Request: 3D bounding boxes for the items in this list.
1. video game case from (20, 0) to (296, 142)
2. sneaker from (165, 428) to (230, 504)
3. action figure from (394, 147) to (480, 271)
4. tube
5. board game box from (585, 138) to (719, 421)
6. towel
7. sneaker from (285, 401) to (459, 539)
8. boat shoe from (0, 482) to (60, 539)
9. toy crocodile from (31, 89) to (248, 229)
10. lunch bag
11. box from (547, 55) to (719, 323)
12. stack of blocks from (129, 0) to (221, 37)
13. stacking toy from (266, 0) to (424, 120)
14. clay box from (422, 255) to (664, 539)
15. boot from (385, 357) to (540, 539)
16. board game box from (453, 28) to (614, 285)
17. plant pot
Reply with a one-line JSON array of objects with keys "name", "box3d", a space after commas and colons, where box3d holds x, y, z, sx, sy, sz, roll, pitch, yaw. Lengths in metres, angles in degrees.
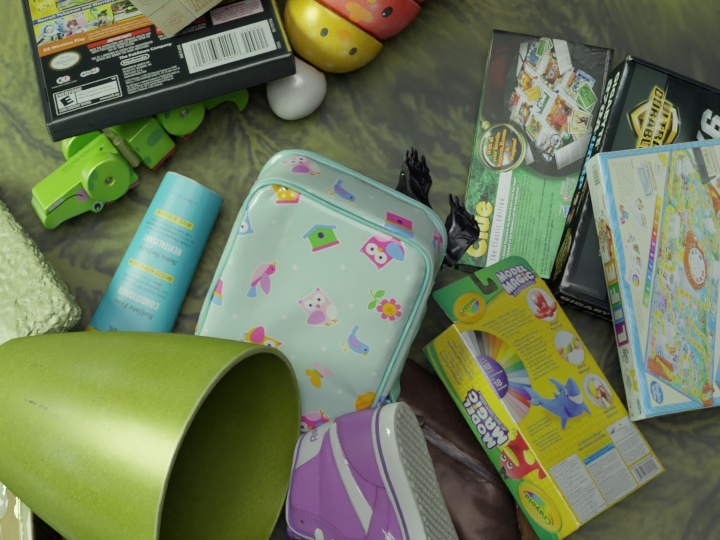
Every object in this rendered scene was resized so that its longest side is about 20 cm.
[{"name": "video game case", "box3d": [-0.166, -0.198, 1.367, 0.198, 0.026, 0.182, -16, 52, -4]}, {"name": "sneaker", "box3d": [-0.145, 0.161, 1.298, 0.078, 0.075, 0.202, 23, 78, 7]}, {"name": "action figure", "box3d": [0.000, 0.000, 1.323, 0.119, 0.103, 0.200, 40, 121, -19]}, {"name": "tube", "box3d": [-0.171, 0.024, 1.347, 0.077, 0.050, 0.202, 22, 83, 12]}, {"name": "board game box", "box3d": [0.254, 0.004, 1.301, 0.133, 0.034, 0.203, -7, 82, -11]}, {"name": "towel", "box3d": [-0.311, 0.016, 1.320, 0.148, 0.037, 0.200, -43, 58, -4]}, {"name": "sneaker", "box3d": [0.009, 0.203, 1.231, 0.113, 0.073, 0.203, -17, 86, 21]}, {"name": "boat shoe", "box3d": [-0.271, 0.150, 1.303, 0.062, 0.073, 0.203, -11, 74, 4]}, {"name": "toy crocodile", "box3d": [-0.178, -0.103, 1.368, 0.200, 0.062, 0.067, -41, 42, -7]}, {"name": "lunch bag", "box3d": [-0.029, 0.025, 1.243, 0.159, 0.077, 0.202, 22, 121, -2]}, {"name": "box", "box3d": [0.248, -0.047, 1.350, 0.157, 0.046, 0.202, 20, 78, -7]}, {"name": "stack of blocks", "box3d": [-0.097, -0.286, 1.320, 0.199, 0.059, 0.116, -32, 46, 16]}, {"name": "stacking toy", "box3d": [-0.011, -0.209, 1.375, 0.145, 0.146, 0.202, 29, 96, 6]}, {"name": "clay box", "box3d": [0.130, 0.093, 1.282, 0.114, 0.048, 0.201, -21, 74, -43]}, {"name": "boot", "box3d": [0.064, 0.184, 1.292, 0.165, 0.072, 0.202, 27, 67, -1]}, {"name": "board game box", "box3d": [0.141, -0.091, 1.384, 0.103, 0.023, 0.203, 11, 77, 0]}, {"name": "plant pot", "box3d": [-0.172, 0.117, 1.200, 0.198, 0.187, 0.189, 16, 76, 24]}]
